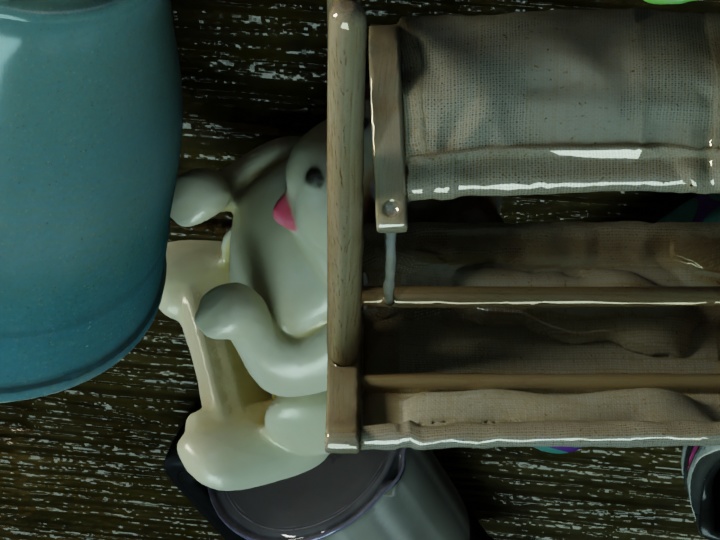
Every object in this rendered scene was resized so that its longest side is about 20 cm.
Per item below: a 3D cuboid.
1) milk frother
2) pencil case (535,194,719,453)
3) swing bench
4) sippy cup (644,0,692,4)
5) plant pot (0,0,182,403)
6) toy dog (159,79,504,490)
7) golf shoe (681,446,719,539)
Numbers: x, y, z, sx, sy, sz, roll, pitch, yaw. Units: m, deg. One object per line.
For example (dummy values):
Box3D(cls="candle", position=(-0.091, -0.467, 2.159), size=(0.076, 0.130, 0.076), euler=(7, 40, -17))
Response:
Box3D(cls="milk frother", position=(-0.030, 0.183, 1.485), size=(0.180, 0.201, 0.188), euler=(-4, 143, 25))
Box3D(cls="pencil case", position=(0.149, 0.018, 1.306), size=(0.092, 0.085, 0.200), euler=(-16, 168, -44))
Box3D(cls="swing bench", position=(0.084, -0.034, 1.117), size=(0.198, 0.130, 0.201), euler=(0, 115, 0))
Box3D(cls="sippy cup", position=(0.086, -0.191, 0.991), size=(0.130, 0.179, 0.139), euler=(-8, 172, 41))
Box3D(cls="plant pot", position=(-0.161, -0.080, 1.157), size=(0.199, 0.200, 0.188), euler=(14, 130, -7))
Box3D(cls="toy dog", position=(0.000, 0.000, 1.273), size=(0.193, 0.140, 0.200), euler=(4, 148, -16))
Box3D(cls="golf shoe", position=(0.220, 0.064, 1.350), size=(0.072, 0.092, 0.200), euler=(17, 144, -9))
